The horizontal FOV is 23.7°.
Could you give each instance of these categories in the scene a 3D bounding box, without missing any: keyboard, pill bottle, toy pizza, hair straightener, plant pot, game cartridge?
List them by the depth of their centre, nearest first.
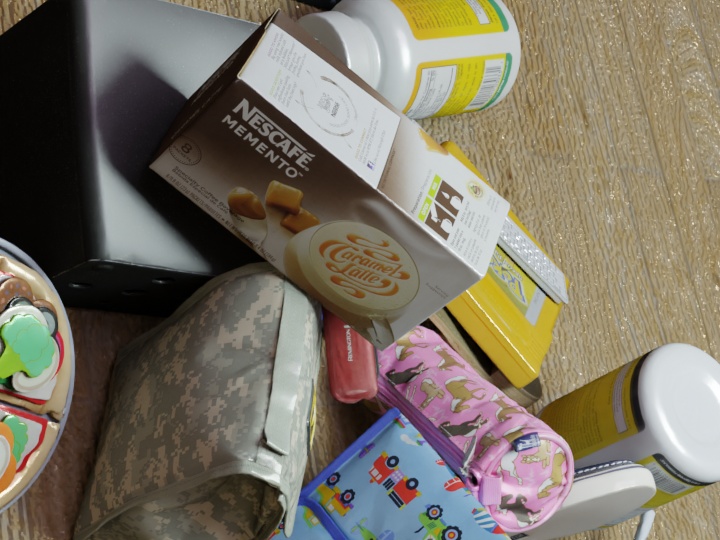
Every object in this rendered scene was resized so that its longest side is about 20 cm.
[{"bbox_3d":[-0.260,0.074,1.094,0.199,0.032,0.202,-9,102,-44],"label":"toy pizza"},{"bbox_3d":[-0.160,-0.070,1.212,0.199,0.199,0.179,10,72,-35],"label":"plant pot"},{"bbox_3d":[-0.017,-0.012,1.218,0.077,0.041,0.202,-75,154,-78],"label":"hair straightener"},{"bbox_3d":[0.204,0.142,1.375,0.111,0.200,0.113,18,57,-31],"label":"pill bottle"},{"bbox_3d":[0.102,-0.011,1.442,0.177,0.032,0.200,49,23,-7],"label":"game cartridge"},{"bbox_3d":[0.110,-0.049,1.463,0.200,0.011,0.056,45,26,-18],"label":"keyboard"},{"bbox_3d":[0.034,-0.184,1.472,0.199,0.113,0.114,-13,76,-42],"label":"pill bottle"}]

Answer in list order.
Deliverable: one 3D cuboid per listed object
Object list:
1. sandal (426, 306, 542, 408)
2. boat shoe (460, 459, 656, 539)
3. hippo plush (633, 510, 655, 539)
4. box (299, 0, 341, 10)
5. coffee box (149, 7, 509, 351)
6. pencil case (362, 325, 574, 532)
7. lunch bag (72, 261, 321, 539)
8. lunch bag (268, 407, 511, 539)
[{"bbox_3d":[0.055,0.051,1.396,0.212,0.069,0.078,45,24,-19],"label":"sandal"},{"bbox_3d":[0.121,0.159,1.316,0.075,0.199,0.093,46,28,-58],"label":"boat shoe"},{"bbox_3d":[0.216,0.324,1.360,0.200,0.158,0.162,-117,-178,-73],"label":"hippo plush"},{"bbox_3d":[-0.033,-0.310,1.449,0.199,0.163,0.087,13,60,-34],"label":"box"},{"bbox_3d":[-0.019,-0.055,1.101,0.200,0.114,0.080,39,44,-15],"label":"coffee box"},{"bbox_3d":[0.074,0.114,1.280,0.083,0.200,0.087,-39,127,-7],"label":"pencil case"},{"bbox_3d":[-0.092,0.104,1.159,0.117,0.200,0.165,26,52,-25],"label":"lunch bag"},{"bbox_3d":[-0.005,0.221,1.191,0.199,0.094,0.151,-35,54,-12],"label":"lunch bag"}]
